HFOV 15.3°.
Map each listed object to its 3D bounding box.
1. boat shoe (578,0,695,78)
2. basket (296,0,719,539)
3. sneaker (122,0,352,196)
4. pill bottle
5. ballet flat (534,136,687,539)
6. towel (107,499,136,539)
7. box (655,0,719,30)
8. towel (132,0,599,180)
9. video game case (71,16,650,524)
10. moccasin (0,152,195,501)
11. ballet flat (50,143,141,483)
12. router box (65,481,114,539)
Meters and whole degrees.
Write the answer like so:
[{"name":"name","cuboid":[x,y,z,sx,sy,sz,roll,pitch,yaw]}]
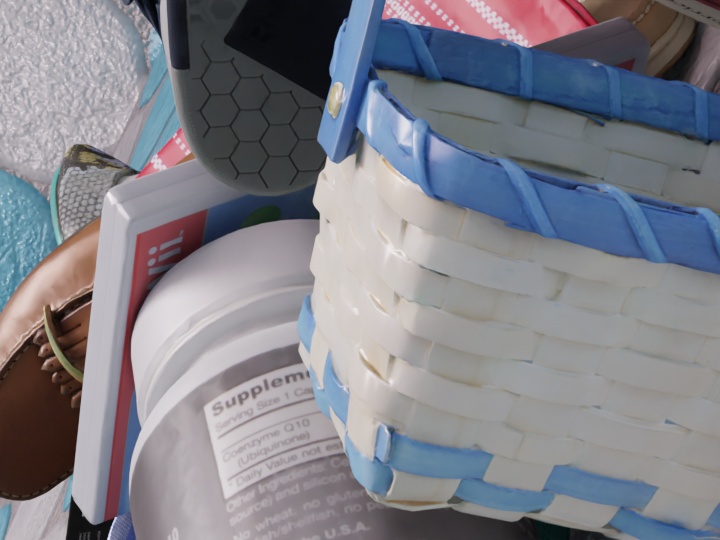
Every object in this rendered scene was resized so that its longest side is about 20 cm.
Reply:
[{"name":"boat shoe","cuboid":[0.028,-0.073,1.018,0.199,0.069,0.074,-22,21,23]},{"name":"basket","cuboid":[0.069,-0.036,0.679,0.139,0.176,0.201,-114,43,-62]},{"name":"sneaker","cuboid":[-0.038,-0.143,0.794,0.146,0.076,0.203,-108,19,-63]},{"name":"pill bottle","cuboid":[-0.005,0.086,0.759,0.114,0.113,0.200,-57,33,33]},{"name":"ballet flat","cuboid":[0.047,0.032,0.867,0.068,0.068,0.201,4,62,35]},{"name":"towel","cuboid":[-0.054,0.184,0.863,0.201,0.146,0.024,-65,-16,-12]},{"name":"box","cuboid":[0.118,-0.148,0.816,0.109,0.127,0.200,-66,10,-3]},{"name":"towel","cuboid":[-0.007,-0.043,0.974,0.200,0.022,0.145,-48,50,11]},{"name":"video game case","cuboid":[0.000,0.000,0.881,0.017,0.199,0.143,50,146,32]},{"name":"moccasin","cuboid":[-0.060,0.015,0.933,0.201,0.074,0.078,-35,39,12]},{"name":"ballet flat","cuboid":[-0.081,0.011,1.064,0.072,0.072,0.201,-56,28,35]},{"name":"router box","cuboid":[-0.079,0.178,1.017,0.200,0.052,0.158,-98,2,-71]}]
